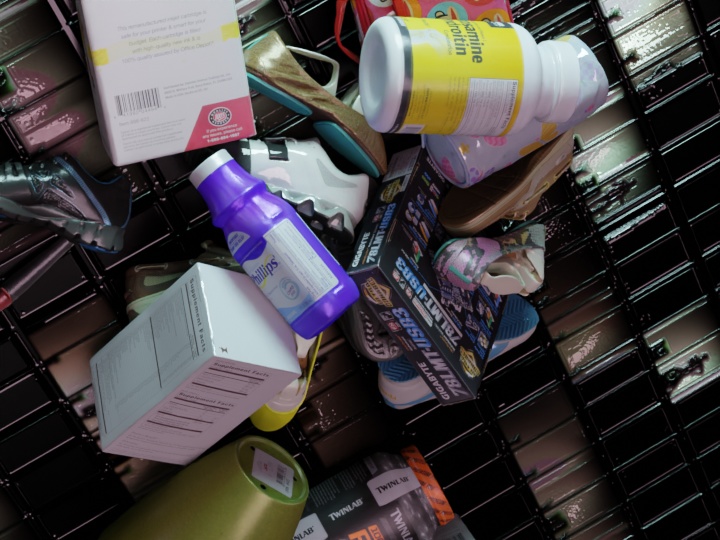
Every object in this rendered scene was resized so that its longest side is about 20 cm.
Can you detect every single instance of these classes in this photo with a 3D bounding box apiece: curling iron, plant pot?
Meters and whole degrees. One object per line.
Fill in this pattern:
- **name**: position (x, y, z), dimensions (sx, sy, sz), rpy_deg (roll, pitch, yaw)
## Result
- **curling iron**: position (-0.368, 0.021, 1.670), dimensions (0.200, 0.026, 0.050), rpy_deg (-33, 120, -3)
- **plant pot**: position (-0.147, 0.271, 1.728), dimensions (0.187, 0.187, 0.200), rpy_deg (28, 117, -26)

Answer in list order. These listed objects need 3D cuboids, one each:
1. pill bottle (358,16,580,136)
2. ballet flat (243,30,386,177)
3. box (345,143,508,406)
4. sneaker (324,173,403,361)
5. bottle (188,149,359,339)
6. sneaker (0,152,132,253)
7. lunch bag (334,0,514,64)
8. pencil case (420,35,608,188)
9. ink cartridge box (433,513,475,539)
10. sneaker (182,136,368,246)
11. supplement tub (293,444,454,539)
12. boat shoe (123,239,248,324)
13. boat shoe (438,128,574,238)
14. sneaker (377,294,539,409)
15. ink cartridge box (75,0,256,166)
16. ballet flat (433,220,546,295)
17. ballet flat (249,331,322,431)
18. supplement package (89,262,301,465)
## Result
- **pill bottle**: position (0.106, -0.187, 1.605), dimensions (0.200, 0.112, 0.112), rpy_deg (0, 111, -18)
- **ballet flat**: position (-0.035, -0.176, 1.686), dimensions (0.200, 0.068, 0.072), rpy_deg (35, 79, -23)
- **box**: position (0.078, 0.003, 1.721), dimensions (0.050, 0.199, 0.200), rpy_deg (-16, 125, 35)
- **sneaker**: position (0.000, 0.000, 1.762), dimensions (0.076, 0.114, 0.200), rpy_deg (-12, 87, -13)
- **bottle**: position (-0.088, -0.028, 1.615), dimensions (0.065, 0.084, 0.200), rpy_deg (-38, 88, -34)
- **sneaker**: position (-0.322, -0.082, 1.631), dimensions (0.200, 0.073, 0.082), rpy_deg (19, 83, -26)
- **lunch bag**: position (0.056, -0.268, 1.664), dimensions (0.176, 0.082, 0.200), rpy_deg (-20, 118, -4)
- **pencil case**: position (0.160, -0.167, 1.714), dimensions (0.200, 0.091, 0.083), rpy_deg (-33, 162, -15)
- **ink cartridge box**: position (0.100, 0.370, 1.868), dimensions (0.116, 0.200, 0.067), rpy_deg (-23, 117, -8)
- **sneaker**: position (-0.084, -0.105, 1.691), dimensions (0.200, 0.074, 0.089), rpy_deg (26, 67, -8)
- **supplement tub**: position (-0.004, 0.284, 1.843), dimensions (0.200, 0.123, 0.123), rpy_deg (-30, 117, -4)
- **boat shoe**: position (-0.146, 0.000, 1.704), dimensions (0.202, 0.075, 0.075), rpy_deg (-12, 72, -7)
- **boat shoe**: position (0.163, -0.089, 1.745), dimensions (0.200, 0.074, 0.066), rpy_deg (-40, 131, -25)
- **sneaker**: position (0.106, 0.086, 1.831), dimensions (0.200, 0.077, 0.081), rpy_deg (-23, 148, -17)
- **ink cartridge box**: position (-0.192, -0.219, 1.596), dimensions (0.145, 0.083, 0.200), rpy_deg (-13, 115, -12)
- **ballet flat**: position (0.150, -0.005, 1.716), dimensions (0.200, 0.071, 0.069), rpy_deg (-11, 143, -56)
- **ballet flat**: position (-0.076, 0.093, 1.772), dimensions (0.067, 0.067, 0.200), rpy_deg (10, 108, -22)
- **supplement package**: position (-0.169, 0.098, 1.660), dimensions (0.109, 0.114, 0.200), rpy_deg (15, 139, -39)
